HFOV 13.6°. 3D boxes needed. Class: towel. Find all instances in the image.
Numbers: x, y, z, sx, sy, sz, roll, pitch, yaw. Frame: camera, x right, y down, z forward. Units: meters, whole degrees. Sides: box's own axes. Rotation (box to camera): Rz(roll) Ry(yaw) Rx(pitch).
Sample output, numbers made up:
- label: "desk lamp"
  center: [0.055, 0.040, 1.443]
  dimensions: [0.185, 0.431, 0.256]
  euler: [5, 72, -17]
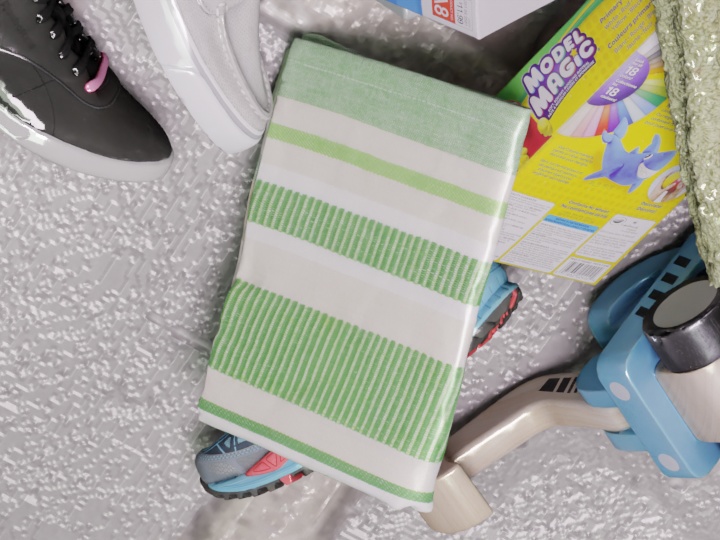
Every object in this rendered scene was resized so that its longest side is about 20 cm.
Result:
- label: "towel"
  center: [0.206, -0.091, 1.357]
  dimensions: [0.148, 0.037, 0.201]
  euler: [-17, 124, -10]
- label: "towel"
  center: [0.000, 0.000, 1.444]
  dimensions: [0.023, 0.152, 0.201]
  euler: [1, 106, -52]

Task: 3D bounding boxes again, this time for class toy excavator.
- label: "toy excavator"
  center: [0.133, 0.057, 1.517]
  dimensions: [0.195, 0.199, 0.100]
  euler: [-50, 115, -28]

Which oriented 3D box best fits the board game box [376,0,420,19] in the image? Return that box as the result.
- label: "board game box"
  center: [0.089, -0.212, 1.361]
  dimensions: [0.199, 0.064, 0.148]
  euler: [-17, 117, -20]

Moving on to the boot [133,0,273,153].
- label: "boot"
  center: [-0.060, -0.155, 1.411]
  dimensions: [0.095, 0.074, 0.201]
  euler: [-18, 115, 14]

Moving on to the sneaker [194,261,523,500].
- label: "sneaker"
  center: [-0.015, 0.036, 1.522]
  dimensions: [0.200, 0.079, 0.096]
  euler: [-38, 86, 20]

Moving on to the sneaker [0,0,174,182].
- label: "sneaker"
  center: [-0.153, -0.125, 1.423]
  dimensions: [0.200, 0.071, 0.099]
  euler: [36, 115, -14]

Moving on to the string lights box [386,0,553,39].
- label: "string lights box"
  center: [-0.004, -0.182, 1.270]
  dimensions: [0.059, 0.199, 0.103]
  euler: [-28, 130, -37]

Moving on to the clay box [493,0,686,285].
- label: "clay box"
  center: [0.130, -0.080, 1.428]
  dimensions: [0.115, 0.048, 0.200]
  euler: [12, 131, -44]
